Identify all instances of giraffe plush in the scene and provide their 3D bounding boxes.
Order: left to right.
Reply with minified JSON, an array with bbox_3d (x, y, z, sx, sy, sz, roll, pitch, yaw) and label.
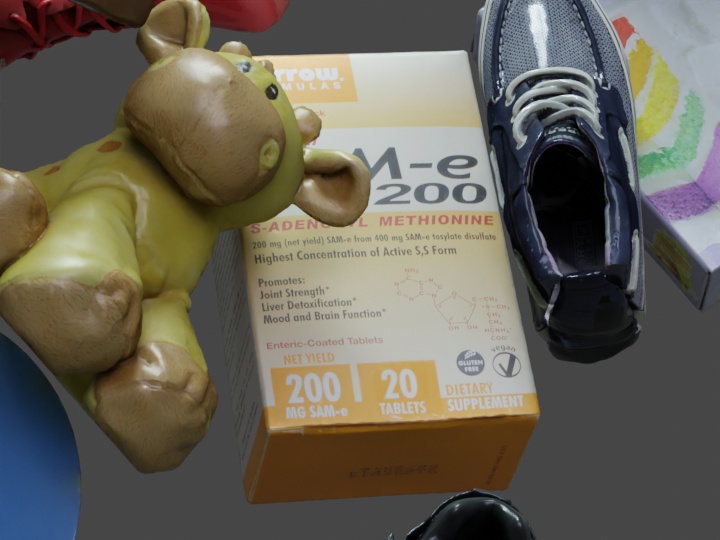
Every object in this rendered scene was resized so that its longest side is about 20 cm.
[{"bbox_3d":[-0.086,-0.027,1.160,0.162,0.200,0.173,-42,108,-6],"label":"giraffe plush"}]

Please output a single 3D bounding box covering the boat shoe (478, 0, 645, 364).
[{"bbox_3d":[0.094,-0.066,1.253,0.074,0.093,0.201,-12,69,2],"label":"boat shoe"}]

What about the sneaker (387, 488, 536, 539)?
[{"bbox_3d":[0.025,0.183,1.117,0.076,0.111,0.201,20,57,3],"label":"sneaker"}]

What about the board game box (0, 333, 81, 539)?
[{"bbox_3d":[-0.211,0.111,1.159,0.200,0.039,0.158,-37,63,-12],"label":"board game box"}]

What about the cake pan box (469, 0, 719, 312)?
[{"bbox_3d":[0.186,-0.104,1.348,0.199,0.052,0.184,-32,70,-16],"label":"cake pan box"}]

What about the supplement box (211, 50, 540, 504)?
[{"bbox_3d":[0.000,0.000,1.250,0.125,0.074,0.201,-3,58,-13],"label":"supplement box"}]

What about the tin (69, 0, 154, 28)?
[{"bbox_3d":[-0.154,-0.146,1.192,0.111,0.200,0.042,14,97,-28],"label":"tin"}]

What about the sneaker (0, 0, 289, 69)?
[{"bbox_3d":[-0.141,-0.119,1.312,0.199,0.078,0.116,14,64,13],"label":"sneaker"}]
